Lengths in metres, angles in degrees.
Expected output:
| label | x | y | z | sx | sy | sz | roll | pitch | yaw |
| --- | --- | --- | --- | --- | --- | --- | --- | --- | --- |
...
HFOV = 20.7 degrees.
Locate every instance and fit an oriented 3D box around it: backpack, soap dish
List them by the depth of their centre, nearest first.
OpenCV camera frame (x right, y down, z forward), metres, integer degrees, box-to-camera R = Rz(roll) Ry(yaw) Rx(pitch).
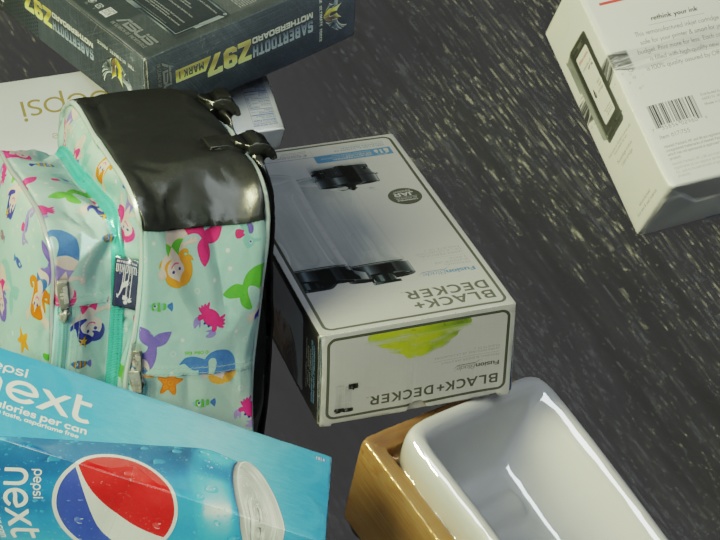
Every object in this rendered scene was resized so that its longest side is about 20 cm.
| label | x | y | z | sx | sy | sz | roll | pitch | yaw |
| --- | --- | --- | --- | --- | --- | --- | --- | --- | --- |
| backpack | -0.120 | 0.020 | 1.056 | 0.150 | 0.201 | 0.178 | -11 | 26 | -17 |
| soap dish | 0.094 | 0.163 | 1.076 | 0.200 | 0.081 | 0.157 | 52 | 34 | 15 |

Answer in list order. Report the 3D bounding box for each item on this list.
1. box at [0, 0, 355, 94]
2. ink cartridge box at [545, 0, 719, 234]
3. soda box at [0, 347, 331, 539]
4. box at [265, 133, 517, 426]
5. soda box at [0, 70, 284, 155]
| label | x | y | z | sx | sy | sz | roll | pitch | yaw |
| --- | --- | --- | --- | --- | --- | --- | --- | --- | --- |
| box | -0.123 | -0.178 | 1.194 | 0.157 | 0.051 | 0.200 | -28 | 49 | -31 |
| ink cartridge box | 0.201 | -0.136 | 1.288 | 0.115 | 0.068 | 0.201 | -13 | 68 | -19 |
| soda box | -0.117 | 0.104 | 0.963 | 0.199 | 0.064 | 0.068 | 18 | 32 | -10 |
| box | 0.000 | 0.000 | 1.122 | 0.116 | 0.060 | 0.200 | -8 | 34 | -16 |
| soda box | -0.151 | -0.077 | 1.175 | 0.199 | 0.068 | 0.064 | -10 | 63 | -18 |
